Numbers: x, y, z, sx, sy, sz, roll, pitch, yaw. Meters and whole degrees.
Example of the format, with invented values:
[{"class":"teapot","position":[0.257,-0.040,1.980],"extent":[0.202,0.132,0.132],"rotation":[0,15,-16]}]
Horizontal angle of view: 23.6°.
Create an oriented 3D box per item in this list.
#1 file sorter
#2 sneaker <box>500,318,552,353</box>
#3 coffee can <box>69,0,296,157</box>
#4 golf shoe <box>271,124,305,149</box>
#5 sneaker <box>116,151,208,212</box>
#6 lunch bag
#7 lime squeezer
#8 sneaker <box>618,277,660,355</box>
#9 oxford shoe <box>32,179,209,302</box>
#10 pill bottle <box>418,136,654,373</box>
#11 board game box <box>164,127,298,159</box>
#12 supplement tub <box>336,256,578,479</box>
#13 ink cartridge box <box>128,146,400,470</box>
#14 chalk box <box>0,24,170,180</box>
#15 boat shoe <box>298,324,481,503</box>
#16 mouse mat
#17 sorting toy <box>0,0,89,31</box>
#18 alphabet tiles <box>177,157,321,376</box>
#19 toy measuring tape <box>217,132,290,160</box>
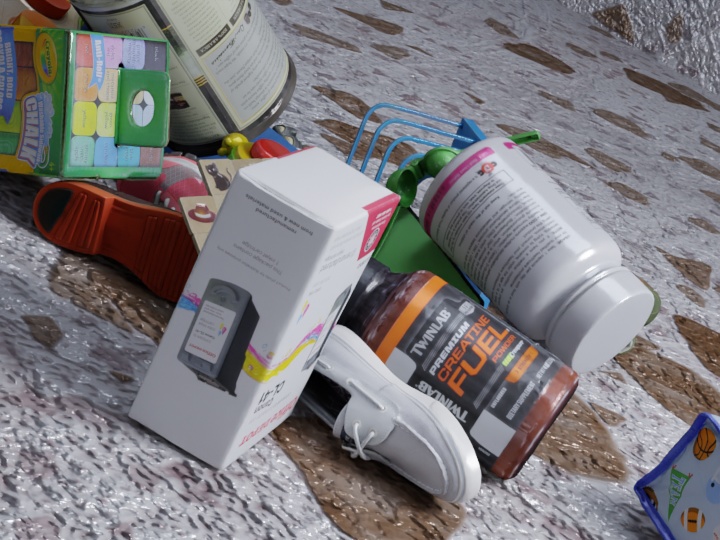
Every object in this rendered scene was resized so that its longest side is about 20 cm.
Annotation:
[{"class":"file sorter","position":[0.065,-0.068,1.730],"extent":[0.123,0.139,0.200],"rotation":[14,21,-21]},{"class":"sneaker","position":[0.118,0.060,1.545],"extent":[0.115,0.075,0.200],"rotation":[34,24,17]},{"class":"coffee can","position":[-0.164,-0.224,1.585],"extent":[0.146,0.146,0.200],"rotation":[45,-10,45]},{"class":"golf shoe","position":[-0.091,-0.095,1.722],"extent":[0.094,0.078,0.200],"rotation":[9,15,-24]},{"class":"sneaker","position":[-0.142,-0.040,1.502],"extent":[0.200,0.074,0.087],"rotation":[25,38,21]},{"class":"lunch bag","position":[0.343,0.216,1.351],"extent":[0.170,0.124,0.200],"rotation":[11,37,-35]},{"class":"lime squeezer","position":[0.067,-0.085,1.577],"extent":[0.038,0.200,0.071],"rotation":[60,-14,-23]},{"class":"sneaker","position":[0.252,0.055,1.755],"extent":[0.200,0.067,0.090],"rotation":[6,34,-43]},{"class":"oxford shoe","position":[-0.169,-0.028,1.438],"extent":[0.200,0.071,0.073],"rotation":[26,15,6]},{"class":"pill bottle","position":[0.152,-0.013,1.493],"extent":[0.113,0.113,0.200],"rotation":[-1,42,-52]},{"class":"board game box","position":[-0.155,-0.102,1.661],"extent":[0.158,0.039,0.200],"rotation":[-22,43,-30]},{"class":"supplement tub","position":[0.067,0.072,1.379],"extent":[0.200,0.107,0.107],"rotation":[34,20,9]},{"class":"ink cartridge box","position":[-0.067,0.022,1.227],"extent":[0.086,0.200,0.148],"rotation":[29,20,11]},{"class":"chalk box","position":[-0.245,-0.141,1.459],"extent":[0.200,0.125,0.124],"rotation":[7,6,36]},{"class":"boat shoe","position":[0.008,0.111,1.300],"extent":[0.068,0.072,0.200],"rotation":[-19,50,-34]},{"class":"mouse mat","position":[0.000,0.000,1.532],"extent":[0.161,0.008,0.200],"rotation":[-15,38,-16]},{"class":"sorting toy","position":[-0.283,-0.225,1.675],"extent":[0.200,0.036,0.185],"rotation":[30,29,-24]},{"class":"alphabet tiles","position":[-0.062,-0.004,1.419],"extent":[0.166,0.006,0.200],"rotation":[-6,67,-43]},{"class":"toy measuring tape","position":[-0.070,-0.057,1.531],"extent":[0.074,0.074,0.200],"rotation":[1,39,-50]}]
